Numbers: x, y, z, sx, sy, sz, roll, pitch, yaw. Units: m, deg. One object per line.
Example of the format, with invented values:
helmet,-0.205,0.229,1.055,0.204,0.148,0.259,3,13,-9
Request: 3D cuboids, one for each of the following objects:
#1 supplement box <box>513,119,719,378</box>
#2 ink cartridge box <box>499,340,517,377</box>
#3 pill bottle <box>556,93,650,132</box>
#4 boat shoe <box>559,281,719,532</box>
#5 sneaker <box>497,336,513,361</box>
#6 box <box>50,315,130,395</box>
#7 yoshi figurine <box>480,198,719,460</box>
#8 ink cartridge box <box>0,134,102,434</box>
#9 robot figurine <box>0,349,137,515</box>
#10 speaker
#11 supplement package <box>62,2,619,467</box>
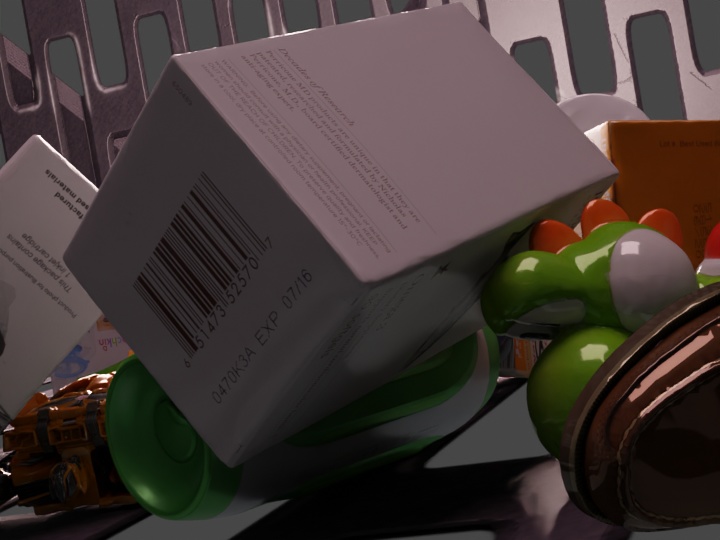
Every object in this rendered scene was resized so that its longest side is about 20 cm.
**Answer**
supplement box,0.135,-0.003,0.697,0.073,0.127,0.200,-2,-3,-7
ink cartridge box,0.026,0.043,0.932,0.160,0.051,0.200,2,-1,-7
pill bottle,0.172,-0.039,0.981,0.108,0.110,0.200,-10,-27,4
boat shoe,0.161,0.036,0.423,0.198,0.073,0.068,-19,19,-19
sneaker,0.000,0.000,0.794,0.198,0.082,0.070,18,48,10
box,-0.146,0.052,1.075,0.198,0.114,0.101,-9,0,22
yoshi figurine,0.147,0.039,0.531,0.198,0.113,0.112,2,36,-4
ink cartridge box,-0.207,0.039,0.668,0.200,0.084,0.144,-51,13,-14
robot figurine,-0.122,0.080,0.727,0.144,0.059,0.200,-10,6,15
speaker,-0.021,0.057,0.630,0.088,0.089,0.199,-9,2,43
supplement package,-0.002,-0.025,0.564,0.199,0.117,0.117,-24,-23,-50
